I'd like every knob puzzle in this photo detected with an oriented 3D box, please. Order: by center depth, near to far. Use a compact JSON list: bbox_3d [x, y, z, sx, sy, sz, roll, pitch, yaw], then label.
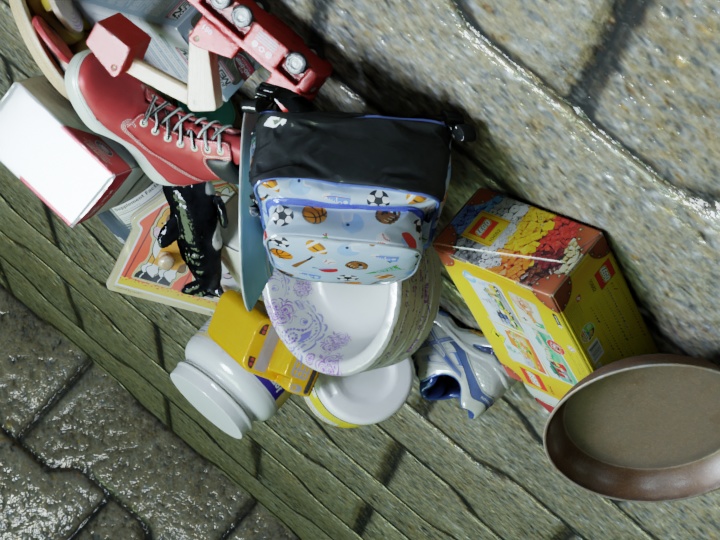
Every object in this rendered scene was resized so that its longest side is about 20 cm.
[{"bbox_3d":[-0.179,-0.031,1.911,0.220,0.220,0.030,56,-174,-39],"label":"knob puzzle"}]

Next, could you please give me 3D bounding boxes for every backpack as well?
[{"bbox_3d":[-0.008,-0.066,1.435,0.200,0.154,0.191,10,171,3],"label":"backpack"}]

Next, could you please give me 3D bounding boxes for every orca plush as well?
[{"bbox_3d":[-0.202,-0.044,1.800,0.105,0.071,0.200,44,146,33],"label":"orca plush"}]

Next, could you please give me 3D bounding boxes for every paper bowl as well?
[{"bbox_3d":[0.000,0.000,1.619,0.201,0.104,0.201,10,103,45],"label":"paper bowl"}]

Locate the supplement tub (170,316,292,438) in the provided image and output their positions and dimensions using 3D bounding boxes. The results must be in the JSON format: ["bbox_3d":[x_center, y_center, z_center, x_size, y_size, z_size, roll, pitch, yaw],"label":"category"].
[{"bbox_3d":[-0.132,0.101,2.072,0.145,0.200,0.145,37,162,14],"label":"supplement tub"}]

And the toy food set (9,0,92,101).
[{"bbox_3d":[-0.304,-0.255,1.697,0.200,0.049,0.198,68,-166,8],"label":"toy food set"}]

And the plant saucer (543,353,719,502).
[{"bbox_3d":[0.261,0.135,1.431,0.200,0.035,0.200,1,138,1],"label":"plant saucer"}]

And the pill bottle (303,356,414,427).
[{"bbox_3d":[-0.009,0.121,1.824,0.111,0.111,0.200,42,170,-2],"label":"pill bottle"}]

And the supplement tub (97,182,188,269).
[{"bbox_3d":[-0.255,-0.099,1.957,0.140,0.140,0.200,17,150,53],"label":"supplement tub"}]

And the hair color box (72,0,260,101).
[{"bbox_3d":[-0.196,-0.242,1.627,0.200,0.061,0.099,23,155,47],"label":"hair color box"}]

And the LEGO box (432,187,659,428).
[{"bbox_3d":[0.173,0.035,1.464,0.149,0.077,0.200,25,156,44],"label":"LEGO box"}]

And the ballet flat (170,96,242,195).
[{"bbox_3d":[-0.157,-0.158,1.761,0.200,0.068,0.072,53,180,-42],"label":"ballet flat"}]

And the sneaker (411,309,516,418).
[{"bbox_3d":[0.080,0.094,1.792,0.200,0.088,0.075,26,159,44],"label":"sneaker"}]

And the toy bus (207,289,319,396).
[{"bbox_3d":[-0.101,0.077,1.760,0.078,0.065,0.200,23,-177,-22],"label":"toy bus"}]

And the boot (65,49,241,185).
[{"bbox_3d":[-0.191,-0.153,1.622,0.144,0.072,0.200,5,153,38],"label":"boot"}]

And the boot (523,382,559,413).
[{"bbox_3d":[0.259,0.164,1.608,0.144,0.072,0.200,52,168,-31],"label":"boot"}]

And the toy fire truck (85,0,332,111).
[{"bbox_3d":[-0.139,-0.197,1.487,0.200,0.141,0.049,41,-153,2],"label":"toy fire truck"}]

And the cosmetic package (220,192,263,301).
[{"bbox_3d":[-0.089,-0.004,1.895,0.087,0.103,0.200,27,156,44],"label":"cosmetic package"}]

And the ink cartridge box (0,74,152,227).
[{"bbox_3d":[-0.301,-0.140,1.751,0.147,0.083,0.200,43,-161,2],"label":"ink cartridge box"}]

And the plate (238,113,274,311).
[{"bbox_3d":[-0.096,-0.061,1.548,0.026,0.200,0.200,0,156,2],"label":"plate"}]
